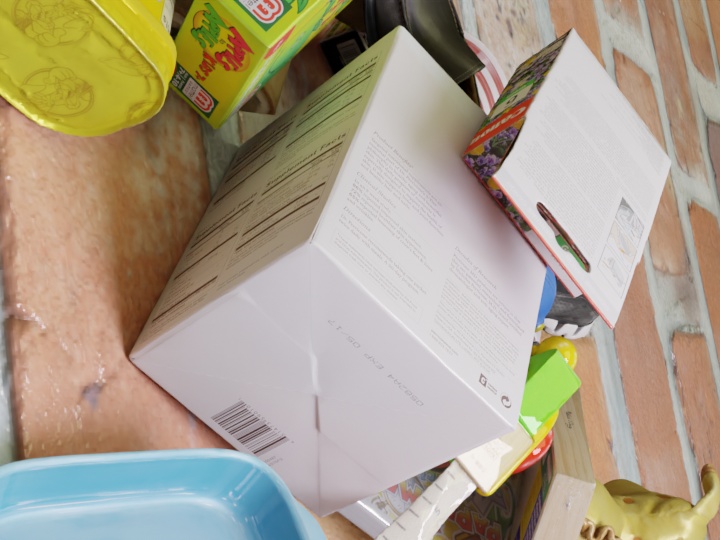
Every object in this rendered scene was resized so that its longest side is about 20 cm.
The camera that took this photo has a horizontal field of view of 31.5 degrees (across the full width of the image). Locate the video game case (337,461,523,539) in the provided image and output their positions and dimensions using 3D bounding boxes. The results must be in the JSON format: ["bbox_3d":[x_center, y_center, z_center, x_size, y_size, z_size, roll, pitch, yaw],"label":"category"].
[{"bbox_3d":[0.028,0.095,0.828,0.200,0.023,0.182,40,40,-17],"label":"video game case"}]

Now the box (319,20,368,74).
[{"bbox_3d":[0.042,-0.119,1.015,0.200,0.035,0.110,62,30,-23],"label":"box"}]

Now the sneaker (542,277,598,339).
[{"bbox_3d":[0.124,0.002,0.949,0.200,0.090,0.067,8,52,-38],"label":"sneaker"}]

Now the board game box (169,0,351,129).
[{"bbox_3d":[-0.021,-0.175,0.711,0.048,0.102,0.200,43,62,-3],"label":"board game box"}]

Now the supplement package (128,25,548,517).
[{"bbox_3d":[0.000,0.000,0.727,0.152,0.151,0.200,43,39,-20],"label":"supplement package"}]

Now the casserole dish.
[{"bbox_3d":[-0.097,0.143,0.572,0.200,0.039,0.121,4,53,-44],"label":"casserole dish"}]

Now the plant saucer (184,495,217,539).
[{"bbox_3d":[-0.072,0.245,0.632,0.200,0.037,0.200,64,30,-22],"label":"plant saucer"}]

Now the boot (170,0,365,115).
[{"bbox_3d":[-0.045,-0.166,0.834,0.175,0.066,0.200,34,42,-19],"label":"boot"}]

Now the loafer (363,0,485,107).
[{"bbox_3d":[0.054,-0.141,0.856,0.073,0.072,0.200,-41,131,-39],"label":"loafer"}]

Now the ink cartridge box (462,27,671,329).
[{"bbox_3d":[0.116,-0.050,0.731,0.109,0.050,0.200,50,36,-13],"label":"ink cartridge box"}]

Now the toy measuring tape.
[{"bbox_3d":[0.052,0.107,0.730,0.200,0.074,0.074,-43,120,-21],"label":"toy measuring tape"}]

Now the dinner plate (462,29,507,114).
[{"bbox_3d":[0.043,-0.080,0.939,0.200,0.024,0.201,-14,111,-40],"label":"dinner plate"}]

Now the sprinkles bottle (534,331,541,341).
[{"bbox_3d":[0.089,0.101,0.962,0.068,0.068,0.200,59,33,-28],"label":"sprinkles bottle"}]

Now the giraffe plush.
[{"bbox_3d":[0.179,0.214,1.005,0.162,0.200,0.173,22,57,-22],"label":"giraffe plush"}]

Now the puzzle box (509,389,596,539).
[{"bbox_3d":[0.115,0.159,0.825,0.200,0.025,0.133,-59,166,-76],"label":"puzzle box"}]

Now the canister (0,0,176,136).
[{"bbox_3d":[-0.149,-0.191,0.649,0.149,0.086,0.200,45,39,-45],"label":"canister"}]

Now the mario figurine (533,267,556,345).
[{"bbox_3d":[0.113,0.029,0.839,0.123,0.106,0.200,44,57,-23],"label":"mario figurine"}]
